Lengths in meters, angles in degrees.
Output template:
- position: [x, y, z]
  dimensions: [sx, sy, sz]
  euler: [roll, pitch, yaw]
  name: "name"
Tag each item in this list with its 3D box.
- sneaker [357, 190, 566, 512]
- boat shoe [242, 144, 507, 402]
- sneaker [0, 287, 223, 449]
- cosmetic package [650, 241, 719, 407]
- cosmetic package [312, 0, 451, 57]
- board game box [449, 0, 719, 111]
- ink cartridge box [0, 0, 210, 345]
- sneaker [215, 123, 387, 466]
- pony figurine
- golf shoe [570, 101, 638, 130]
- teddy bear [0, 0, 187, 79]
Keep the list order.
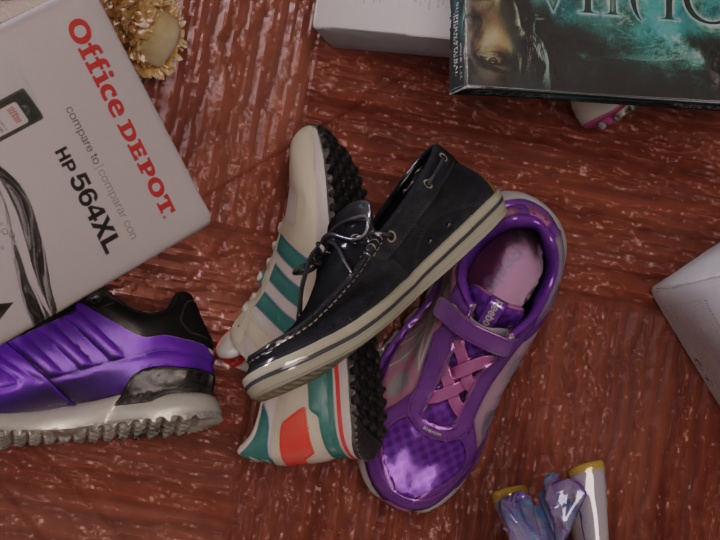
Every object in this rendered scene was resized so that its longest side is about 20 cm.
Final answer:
- position: [0.060, 0.043, 1.120]
  dimensions: [0.080, 0.088, 0.201]
  euler: [27, 83, -5]
  name: "sneaker"
- position: [0.000, 0.000, 1.040]
  dimensions: [0.062, 0.075, 0.200]
  euler: [50, 55, -3]
  name: "boat shoe"
- position: [-0.179, 0.046, 1.105]
  dimensions: [0.198, 0.070, 0.100]
  euler: [-2, 78, -11]
  name: "sneaker"
- position: [0.298, 0.002, 1.097]
  dimensions: [0.199, 0.200, 0.123]
  euler: [-32, 89, -8]
  name: "cosmetic package"
- position: [0.063, -0.225, 1.141]
  dimensions: [0.150, 0.052, 0.202]
  euler: [7, 84, 17]
  name: "cosmetic package"
- position: [0.146, -0.159, 1.088]
  dimensions: [0.198, 0.028, 0.137]
  euler: [2, 86, -17]
  name: "board game box"
- position: [-0.200, -0.041, 1.028]
  dimensions: [0.199, 0.084, 0.147]
  euler: [-32, 101, -25]
  name: "ink cartridge box"
- position: [-0.042, 0.015, 1.118]
  dimensions: [0.093, 0.070, 0.202]
  euler: [-11, 73, 17]
  name: "sneaker"
- position: [0.126, 0.210, 1.059]
  dimensions: [0.165, 0.193, 0.202]
  euler: [-12, 77, 1]
  name: "pony figurine"
- position: [0.182, -0.177, 1.165]
  dimensions: [0.200, 0.075, 0.092]
  euler: [-44, 87, -9]
  name: "golf shoe"
- position: [-0.196, -0.150, 1.125]
  dimensions: [0.198, 0.067, 0.146]
  euler: [14, 88, -13]
  name: "teddy bear"
